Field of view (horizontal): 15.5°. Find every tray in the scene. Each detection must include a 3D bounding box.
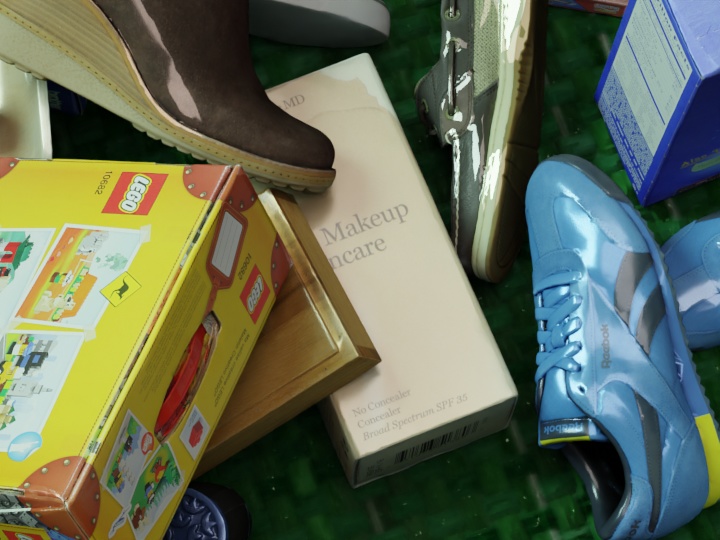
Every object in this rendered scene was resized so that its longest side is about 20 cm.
[{"bbox_3d":[-0.099,0.054,1.329,0.200,0.037,0.099,-33,74,14],"label":"tray"}]

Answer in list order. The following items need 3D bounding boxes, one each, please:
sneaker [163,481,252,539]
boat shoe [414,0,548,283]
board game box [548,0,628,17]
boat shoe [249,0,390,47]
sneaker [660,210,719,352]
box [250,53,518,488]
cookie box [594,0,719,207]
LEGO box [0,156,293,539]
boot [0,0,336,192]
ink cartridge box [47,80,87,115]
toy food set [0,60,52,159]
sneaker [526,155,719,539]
[{"bbox_3d":[-0.132,0.180,1.322,0.200,0.078,0.070,-40,79,9],"label":"sneaker"},{"bbox_3d":[0.062,-0.091,1.413,0.065,0.073,0.200,3,75,16],"label":"boat shoe"},{"bbox_3d":[0.059,-0.205,1.469,0.200,0.019,0.103,9,74,0],"label":"board game box"},{"bbox_3d":[-0.067,-0.164,1.388,0.200,0.069,0.057,14,76,-32],"label":"boat shoe"},{"bbox_3d":[0.229,-0.020,1.391,0.200,0.078,0.066,-25,78,-8],"label":"sneaker"},{"bbox_3d":[0.000,0.000,1.372,0.095,0.078,0.200,-23,76,-8],"label":"box"},{"bbox_3d":[0.219,-0.123,1.357,0.171,0.200,0.075,-22,76,-9],"label":"cookie box"},{"bbox_3d":[-0.142,0.044,1.238,0.149,0.077,0.200,4,51,29],"label":"LEGO box"},{"bbox_3d":[-0.073,-0.144,1.299,0.200,0.072,0.166,26,93,-10],"label":"boot"},{"bbox_3d":[-0.198,-0.169,1.415,0.200,0.076,0.136,14,74,3],"label":"ink cartridge box"},{"bbox_3d":[-0.258,-0.110,1.328,0.200,0.060,0.144,-5,77,-4],"label":"toy food set"},{"bbox_3d":[0.119,0.040,1.346,0.078,0.066,0.200,-17,87,-32],"label":"sneaker"}]
